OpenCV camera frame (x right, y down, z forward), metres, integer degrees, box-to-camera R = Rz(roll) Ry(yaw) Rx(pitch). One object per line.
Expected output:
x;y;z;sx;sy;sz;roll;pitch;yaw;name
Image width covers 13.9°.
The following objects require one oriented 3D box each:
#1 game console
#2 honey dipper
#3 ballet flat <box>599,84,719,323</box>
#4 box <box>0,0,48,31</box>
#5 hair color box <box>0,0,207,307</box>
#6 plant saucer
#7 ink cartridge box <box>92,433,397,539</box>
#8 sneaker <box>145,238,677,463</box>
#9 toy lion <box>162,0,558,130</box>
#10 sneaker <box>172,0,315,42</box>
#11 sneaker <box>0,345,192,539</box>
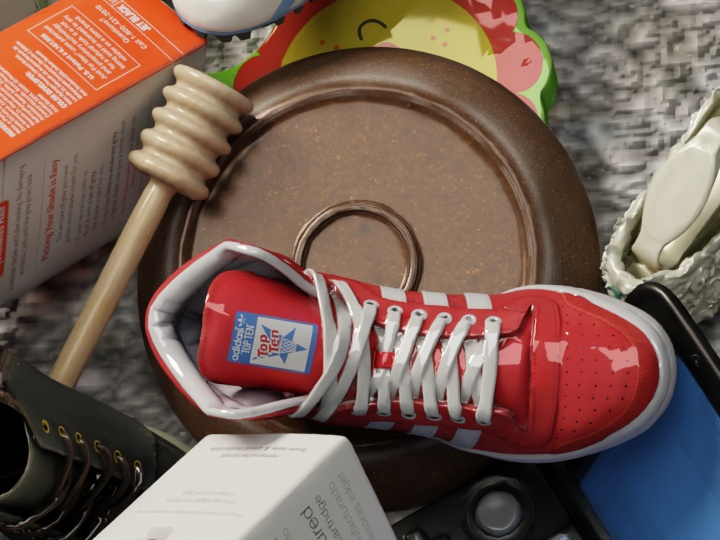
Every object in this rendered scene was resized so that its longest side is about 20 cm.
0.094;0.140;1.132;0.176;0.116;0.200;-29;64;-5;game console
-0.104;0.012;1.214;0.038;0.038;0.201;25;86;19;honey dipper
0.167;-0.059;1.207;0.072;0.072;0.200;37;95;23;ballet flat
-0.194;-0.203;1.359;0.068;0.082;0.201;-12;63;4;box
-0.159;-0.036;1.226;0.061;0.102;0.200;40;52;23;hair color box
0.000;0.000;1.232;0.199;0.034;0.201;-2;79;10;plant saucer
-0.061;0.174;1.076;0.083;0.146;0.200;-2;31;44;ink cartridge box
0.012;0.031;1.120;0.199;0.112;0.072;3;85;30;sneaker
-0.012;-0.099;1.296;0.199;0.069;0.192;1;73;11;toy lion
-0.014;-0.182;1.244;0.072;0.073;0.200;34;75;22;sneaker
-0.114;0.090;1.151;0.200;0.106;0.075;33;92;-19;sneaker
